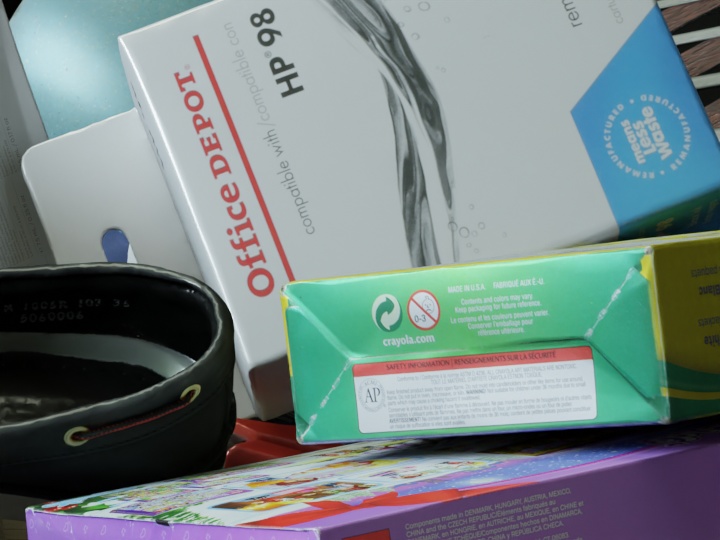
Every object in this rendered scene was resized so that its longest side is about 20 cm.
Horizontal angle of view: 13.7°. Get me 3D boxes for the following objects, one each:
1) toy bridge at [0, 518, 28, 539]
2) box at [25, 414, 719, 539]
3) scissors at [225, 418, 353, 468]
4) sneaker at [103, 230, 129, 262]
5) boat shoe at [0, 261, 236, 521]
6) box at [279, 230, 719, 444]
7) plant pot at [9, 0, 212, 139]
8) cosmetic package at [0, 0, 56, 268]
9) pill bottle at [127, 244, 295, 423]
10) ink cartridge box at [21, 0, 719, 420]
[{"bbox_3d":[-0.106,0.060,0.867,0.199,0.068,0.027,4,-25,-36],"label":"toy bridge"},{"bbox_3d":[0.034,0.064,0.765,0.199,0.039,0.137,-9,3,-35],"label":"box"},{"bbox_3d":[-0.045,0.050,0.885,0.199,0.014,0.073,16,19,-9],"label":"scissors"},{"bbox_3d":[-0.143,0.020,1.248,0.199,0.074,0.082,-13,7,37],"label":"sneaker"},{"bbox_3d":[-0.132,0.030,0.791,0.200,0.063,0.074,-1,42,-10],"label":"boat shoe"},{"bbox_3d":[0.083,0.013,0.810,0.117,0.049,0.200,-6,2,37],"label":"box"},{"bbox_3d":[-0.055,-0.053,1.321,0.134,0.201,0.200,34,43,29],"label":"plant pot"},{"bbox_3d":[-0.129,0.016,0.978,0.082,0.201,0.050,-27,14,-37],"label":"cosmetic package"},{"bbox_3d":[0.000,0.000,1.067,0.113,0.115,0.200,-25,12,-28],"label":"pill bottle"},{"bbox_3d":[0.001,-0.032,0.925,0.199,0.116,0.067,-21,-15,-6],"label":"ink cartridge box"}]
